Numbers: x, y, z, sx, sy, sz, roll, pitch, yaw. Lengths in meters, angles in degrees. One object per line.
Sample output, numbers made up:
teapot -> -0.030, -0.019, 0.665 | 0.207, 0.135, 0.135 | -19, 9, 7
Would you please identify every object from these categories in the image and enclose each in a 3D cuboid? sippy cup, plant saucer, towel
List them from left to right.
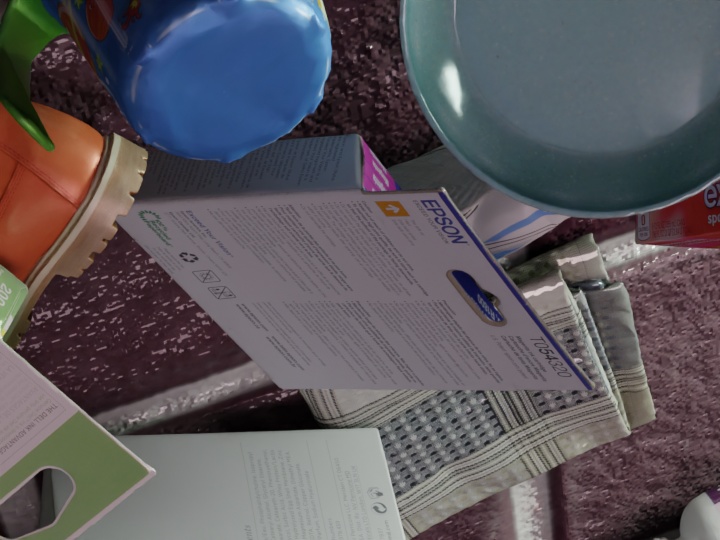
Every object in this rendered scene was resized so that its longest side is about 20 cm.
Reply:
sippy cup -> -0.075, -0.124, 1.056 | 0.139, 0.131, 0.178 | 7, 129, -32
towel -> 0.079, 0.079, 1.410 | 0.199, 0.035, 0.193 | -26, 138, 0
plant saucer -> 0.119, -0.127, 1.162 | 0.199, 0.036, 0.201 | 1, 108, 4

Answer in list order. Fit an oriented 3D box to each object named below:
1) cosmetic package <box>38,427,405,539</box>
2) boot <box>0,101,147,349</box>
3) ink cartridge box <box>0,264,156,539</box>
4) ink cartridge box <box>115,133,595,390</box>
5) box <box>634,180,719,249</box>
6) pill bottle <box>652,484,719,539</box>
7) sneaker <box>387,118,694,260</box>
cosmetic package -> -0.089, 0.202, 1.371 | 0.199, 0.123, 0.200 | -1, 134, -14
boot -> -0.200, -0.014, 1.165 | 0.107, 0.075, 0.200 | 27, 124, -20
ink cartridge box -> -0.210, 0.057, 1.148 | 0.200, 0.048, 0.145 | 40, 126, -16
ink cartridge box -> 0.000, 0.000, 1.209 | 0.199, 0.043, 0.196 | -2, 147, 29
box -> 0.234, -0.066, 1.210 | 0.095, 0.100, 0.200 | 3, 175, -28
pill bottle -> 0.283, 0.183, 1.557 | 0.199, 0.112, 0.112 | -26, 139, -1
sneaker -> 0.088, -0.048, 1.248 | 0.199, 0.072, 0.072 | -21, 156, 17
